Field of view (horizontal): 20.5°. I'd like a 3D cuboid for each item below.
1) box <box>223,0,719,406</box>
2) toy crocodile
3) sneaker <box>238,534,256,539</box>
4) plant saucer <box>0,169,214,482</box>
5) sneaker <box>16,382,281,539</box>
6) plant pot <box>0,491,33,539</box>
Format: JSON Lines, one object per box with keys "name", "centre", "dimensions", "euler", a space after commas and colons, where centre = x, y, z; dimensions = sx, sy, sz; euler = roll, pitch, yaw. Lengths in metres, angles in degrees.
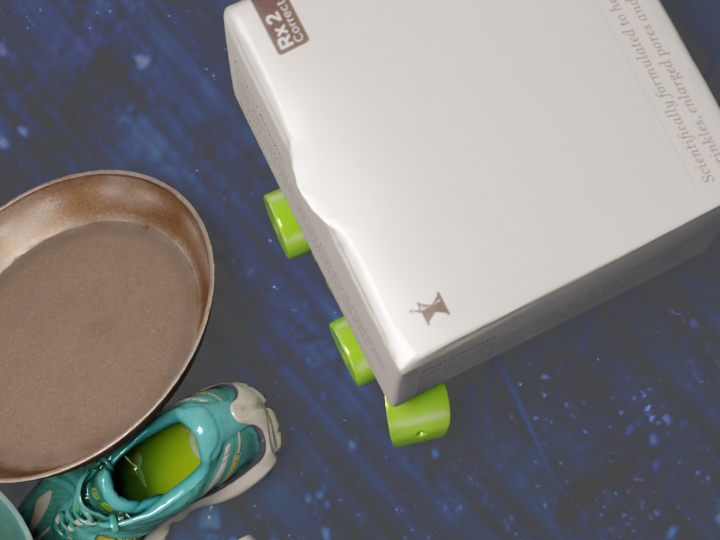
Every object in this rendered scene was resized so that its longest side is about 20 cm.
{"name": "box", "centre": [0.060, -0.068, 1.003], "dimensions": [0.199, 0.131, 0.200], "euler": [-26, 80, -6]}
{"name": "toy crocodile", "centre": [0.000, 0.000, 1.087], "dimensions": [0.067, 0.062, 0.201], "euler": [-25, 78, -8]}
{"name": "sneaker", "centre": [-0.094, 0.251, 1.072], "dimensions": [0.200, 0.074, 0.116], "euler": [-42, 78, -13]}
{"name": "plant saucer", "centre": [-0.165, 0.034, 1.111], "dimensions": [0.199, 0.032, 0.201], "euler": [-14, 52, 19]}
{"name": "sneaker", "centre": [-0.137, 0.122, 1.107], "dimensions": [0.200, 0.080, 0.078], "euler": [-37, 77, 24]}
{"name": "plant pot", "centre": [-0.265, 0.226, 1.086], "dimensions": [0.199, 0.162, 0.202], "euler": [0, 46, 0]}
